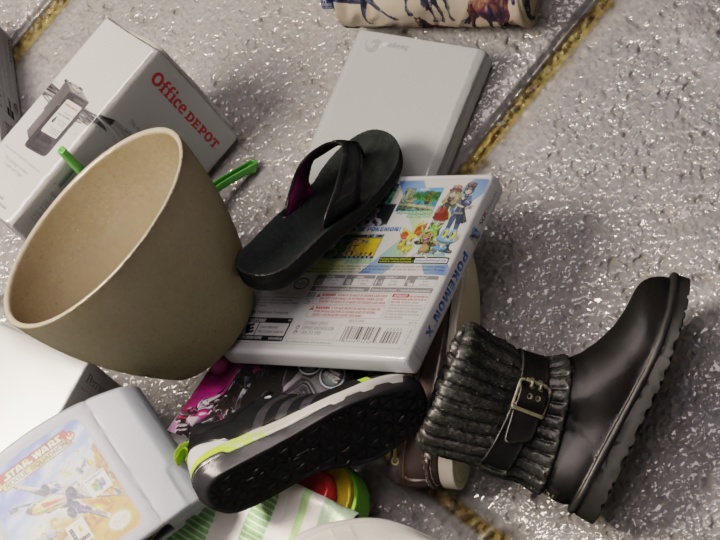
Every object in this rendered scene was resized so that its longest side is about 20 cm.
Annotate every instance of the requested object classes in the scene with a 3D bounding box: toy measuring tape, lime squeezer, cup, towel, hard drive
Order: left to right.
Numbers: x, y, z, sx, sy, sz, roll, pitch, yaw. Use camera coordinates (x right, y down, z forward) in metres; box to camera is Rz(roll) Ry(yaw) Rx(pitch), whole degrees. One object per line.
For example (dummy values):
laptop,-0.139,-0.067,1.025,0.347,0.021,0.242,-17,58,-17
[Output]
cup,-0.169,0.007,1.645,0.200,0.143,0.201,-34,30,23
lime squeezer,-0.178,-0.065,1.755,0.038,0.199,0.071,52,127,41
towel,-0.107,0.224,1.582,0.199,0.023,0.154,21,89,34
toy measuring tape,-0.048,0.216,1.595,0.073,0.074,0.201,29,84,33
hard drive,0.020,-0.108,1.755,0.131,0.026,0.201,13,71,29

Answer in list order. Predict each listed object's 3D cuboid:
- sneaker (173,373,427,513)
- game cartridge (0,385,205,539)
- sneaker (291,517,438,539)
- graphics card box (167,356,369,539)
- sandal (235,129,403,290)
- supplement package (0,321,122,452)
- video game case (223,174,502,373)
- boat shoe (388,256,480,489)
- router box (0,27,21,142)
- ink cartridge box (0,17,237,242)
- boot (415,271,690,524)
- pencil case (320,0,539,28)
sneaker,-0.049,0.112,1.560,0.198,0.072,0.083,-20,42,-6
game cartridge,-0.231,0.186,1.590,0.199,0.042,0.134,-36,72,-4
sneaker,0.040,0.227,1.488,0.198,0.085,0.074,7,92,-1
graphics card box,-0.091,0.142,1.661,0.125,0.051,0.201,30,78,34
sandal,-0.030,-0.061,1.641,0.075,0.048,0.201,8,42,35
supplement package,-0.289,0.165,1.700,0.117,0.117,0.201,19,74,31
video game case,0.000,0.000,1.633,0.199,0.022,0.183,0,53,41
boat shoe,0.060,0.075,1.616,0.059,0.072,0.202,-2,69,20
router box,-0.414,-0.127,1.950,0.178,0.049,0.201,-21,58,14
ink cartridge box,-0.225,-0.097,1.788,0.083,0.145,0.200,34,81,40
boot,0.148,0.070,1.535,0.157,0.079,0.212,26,76,6
pencil case,0.065,-0.253,1.771,0.198,0.090,0.078,3,65,25
